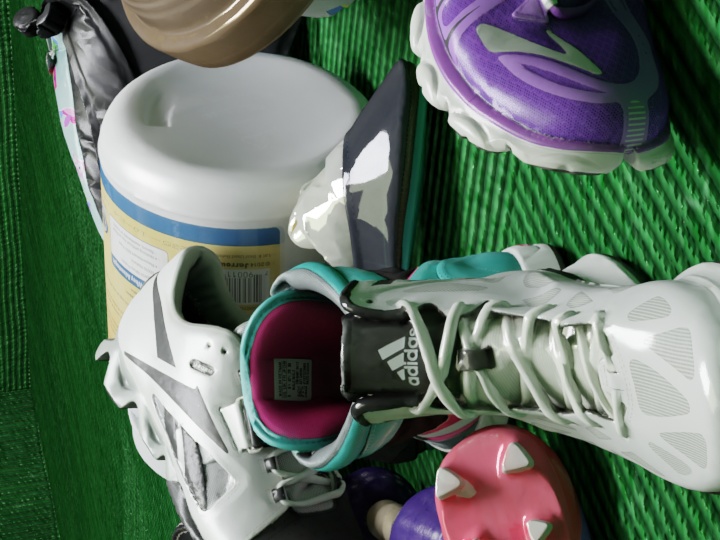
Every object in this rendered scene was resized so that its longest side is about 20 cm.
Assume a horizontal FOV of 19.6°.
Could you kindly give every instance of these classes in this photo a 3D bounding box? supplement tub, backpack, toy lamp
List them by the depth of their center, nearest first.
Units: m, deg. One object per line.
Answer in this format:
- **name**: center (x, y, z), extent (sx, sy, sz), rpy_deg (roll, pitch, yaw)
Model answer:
- **toy lamp**: center (0.027, 0.123, 0.975), extent (0.200, 0.058, 0.059), rpy_deg (174, 89, -76)
- **supplement tub**: center (-0.062, 0.003, 1.094), extent (0.145, 0.144, 0.201), rpy_deg (-115, 23, -53)
- **backpack**: center (-0.100, -0.093, 1.230), extent (0.127, 0.166, 0.201), rpy_deg (-63, -34, -78)

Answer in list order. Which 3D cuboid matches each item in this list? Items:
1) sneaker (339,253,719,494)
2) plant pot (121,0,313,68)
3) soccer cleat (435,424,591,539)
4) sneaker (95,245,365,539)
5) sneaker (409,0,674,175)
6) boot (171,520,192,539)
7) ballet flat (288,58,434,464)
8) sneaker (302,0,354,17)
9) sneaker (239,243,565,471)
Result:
- **sneaker**: center (0.056, 0.038, 0.677), extent (0.200, 0.115, 0.076), rpy_deg (-164, 67, -75)
- **plant pot**: center (-0.078, -0.205, 0.974), extent (0.200, 0.092, 0.202), rpy_deg (-29, 52, 45)
- **soccer cleat**: center (0.077, 0.156, 0.801), extent (0.076, 0.066, 0.201), rpy_deg (20, -128, -70)
- **sneaker**: center (-0.048, 0.070, 0.953), extent (0.200, 0.074, 0.089), rpy_deg (49, 122, 28)
- **sneaker**: center (0.055, -0.116, 0.691), extent (0.084, 0.080, 0.201), rpy_deg (109, 152, -50)
- **boot**: center (-0.063, 0.226, 1.061), extent (0.200, 0.150, 0.073), rpy_deg (49, 152, 10)
- **ballet flat**: center (0.000, 0.000, 0.981), extent (0.073, 0.073, 0.201), rpy_deg (-125, 31, -63)
- **sneaker**: center (-0.031, -0.164, 1.078), extent (0.200, 0.075, 0.105), rpy_deg (-118, 3, -49)
- **sneaker**: center (0.008, 0.043, 0.870), extent (0.200, 0.120, 0.084), rpy_deg (123, 139, -71)
